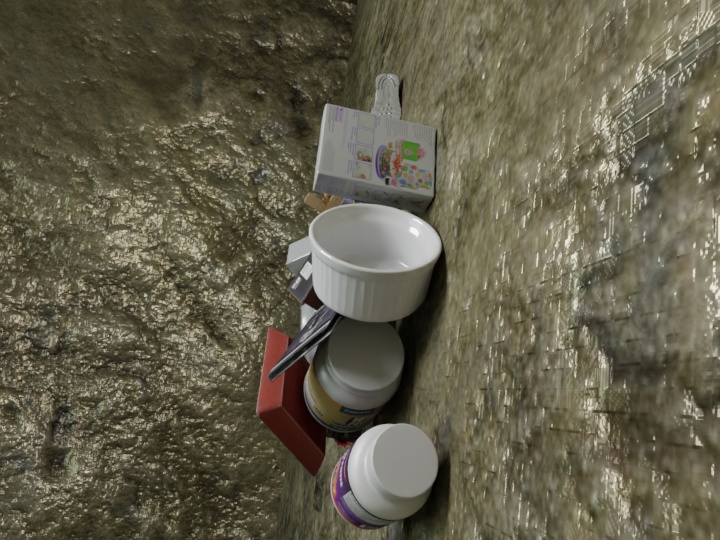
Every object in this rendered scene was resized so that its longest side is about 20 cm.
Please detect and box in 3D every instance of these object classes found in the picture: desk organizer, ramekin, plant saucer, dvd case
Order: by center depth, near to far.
[{"bbox_3d":[0.018,-0.012,0.896,0.202,0.196,0.099,-94,9,-56],"label":"ramekin"},{"bbox_3d":[-0.061,0.083,0.951,0.148,0.016,0.200,-41,7,31],"label":"dvd case"},{"bbox_3d":[-0.111,0.231,1.074,0.201,0.036,0.201,58,-162,-34],"label":"plant saucer"},{"bbox_3d":[-0.042,-0.020,1.105,0.202,0.076,0.072,-57,34,1],"label":"desk organizer"}]

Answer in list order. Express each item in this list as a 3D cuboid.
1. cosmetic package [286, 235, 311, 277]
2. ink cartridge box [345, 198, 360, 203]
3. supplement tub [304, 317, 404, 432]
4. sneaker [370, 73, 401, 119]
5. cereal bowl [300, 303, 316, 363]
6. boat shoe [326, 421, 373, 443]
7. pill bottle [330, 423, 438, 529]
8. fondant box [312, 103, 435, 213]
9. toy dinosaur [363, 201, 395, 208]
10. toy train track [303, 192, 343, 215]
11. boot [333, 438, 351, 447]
[{"bbox_3d":[-0.050,-0.038,1.283,0.102,0.197,0.072,54,-158,-33],"label":"cosmetic package"},{"bbox_3d":[0.001,-0.110,1.335,0.042,0.117,0.204,-111,32,-77],"label":"ink cartridge box"},{"bbox_3d":[-0.012,0.171,0.981,0.201,0.142,0.147,114,164,-58],"label":"supplement tub"},{"bbox_3d":[0.062,-0.379,1.445,0.081,0.075,0.203,92,-173,-64],"label":"sneaker"},{"bbox_3d":[-0.079,0.120,1.197,0.200,0.081,0.205,180,90,-83],"label":"cereal bowl"},{"bbox_3d":[-0.013,0.228,1.142,0.071,0.089,0.205,149,131,-78],"label":"boat shoe"},{"bbox_3d":[0.030,0.263,0.762,0.201,0.109,0.113,115,163,-59],"label":"pill bottle"},{"bbox_3d":[0.026,-0.188,1.001,0.058,0.196,0.147,115,163,-61],"label":"fondant box"},{"bbox_3d":[0.043,-0.189,1.102,0.183,0.198,0.106,55,127,32],"label":"toy dinosaur"},{"bbox_3d":[-0.029,-0.118,1.290,0.115,0.198,0.033,-50,19,37],"label":"toy train track"},{"bbox_3d":[-0.038,0.275,1.304,0.154,0.072,0.208,167,105,-83],"label":"boot"}]
